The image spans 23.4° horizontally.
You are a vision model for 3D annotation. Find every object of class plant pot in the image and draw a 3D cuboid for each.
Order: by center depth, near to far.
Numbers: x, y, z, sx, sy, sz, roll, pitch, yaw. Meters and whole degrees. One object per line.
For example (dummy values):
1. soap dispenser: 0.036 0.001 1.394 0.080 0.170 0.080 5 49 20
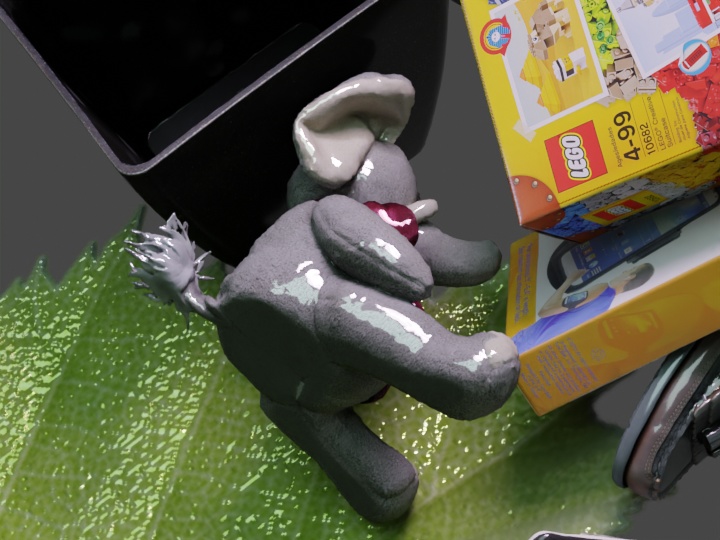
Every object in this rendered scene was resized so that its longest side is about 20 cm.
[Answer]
1. plant pot: -0.066 -0.120 0.963 0.199 0.178 0.200 -37 56 -7

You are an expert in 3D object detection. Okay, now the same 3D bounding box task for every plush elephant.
1. plush elephant: 0.000 0.000 0.881 0.199 0.165 0.155 33 52 8

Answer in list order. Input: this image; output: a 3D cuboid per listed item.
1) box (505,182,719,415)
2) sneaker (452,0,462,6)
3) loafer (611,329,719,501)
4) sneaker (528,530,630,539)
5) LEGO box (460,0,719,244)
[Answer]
1. box: 0.164 -0.015 0.852 0.199 0.042 0.119 -30 23 21
2. sneaker: 0.108 -0.228 0.992 0.200 0.074 0.087 -27 26 54
3. loafer: 0.200 0.036 0.861 0.063 0.072 0.201 30 70 22
4. sneaker: 0.157 0.168 0.782 0.198 0.088 0.076 9 61 19
5. LEGO box: 0.129 -0.135 0.833 0.148 0.077 0.202 -22 72 28
